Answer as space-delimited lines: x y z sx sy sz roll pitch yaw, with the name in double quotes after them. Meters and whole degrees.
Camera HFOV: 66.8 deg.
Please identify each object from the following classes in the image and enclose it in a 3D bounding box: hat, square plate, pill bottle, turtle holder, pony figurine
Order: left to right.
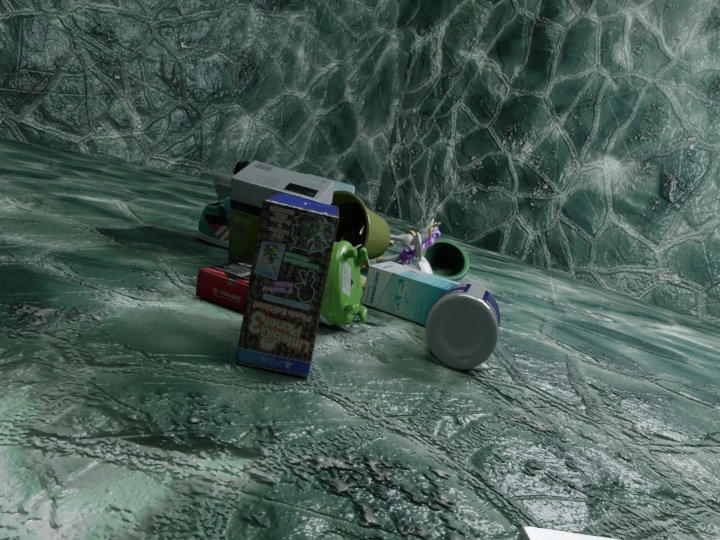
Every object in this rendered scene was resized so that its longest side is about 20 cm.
-0.304 -0.147 1.408 0.194 0.205 0.028 20 42 32 "square plate"
-0.054 0.017 0.948 0.127 0.146 0.186 -2 16 13 "turtle holder"
0.144 -0.058 1.574 0.193 0.198 0.168 -11 -40 13 "pony figurine"
0.253 0.014 1.755 0.160 0.179 0.203 16 48 7 "hat"
0.184 0.087 0.953 0.116 0.124 0.199 16 10 15 "pill bottle"

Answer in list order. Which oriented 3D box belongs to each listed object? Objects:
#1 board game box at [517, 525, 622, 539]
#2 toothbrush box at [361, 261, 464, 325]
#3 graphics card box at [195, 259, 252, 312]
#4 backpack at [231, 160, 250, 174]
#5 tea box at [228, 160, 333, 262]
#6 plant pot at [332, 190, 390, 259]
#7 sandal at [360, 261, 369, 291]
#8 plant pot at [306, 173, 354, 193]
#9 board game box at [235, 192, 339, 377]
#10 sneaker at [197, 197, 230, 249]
0.195 0.248 0.340 0.130 0.035 0.200 12 10 -11 "board game box"
0.119 0.051 1.163 0.194 0.088 0.146 17 10 21 "toothbrush box"
-0.185 0.026 0.967 0.122 0.053 0.199 16 11 14 "graphics card box"
-0.419 -0.323 2.152 0.196 0.189 0.145 12 9 -41 "backpack"
-0.176 -0.109 1.211 0.193 0.203 0.134 16 28 7 "tea box"
-0.012 -0.099 1.492 0.196 0.207 0.188 19 7 31 "plant pot"
0.005 0.001 1.311 0.075 0.072 0.212 13 10 -6 "sandal"
-0.126 -0.206 1.941 0.189 0.203 0.201 12 18 -8 "plant pot"
-0.093 0.010 0.737 0.093 0.207 0.160 11 9 -5 "board game box"
-0.308 -0.122 1.351 0.193 0.125 0.084 14 23 7 "sneaker"
